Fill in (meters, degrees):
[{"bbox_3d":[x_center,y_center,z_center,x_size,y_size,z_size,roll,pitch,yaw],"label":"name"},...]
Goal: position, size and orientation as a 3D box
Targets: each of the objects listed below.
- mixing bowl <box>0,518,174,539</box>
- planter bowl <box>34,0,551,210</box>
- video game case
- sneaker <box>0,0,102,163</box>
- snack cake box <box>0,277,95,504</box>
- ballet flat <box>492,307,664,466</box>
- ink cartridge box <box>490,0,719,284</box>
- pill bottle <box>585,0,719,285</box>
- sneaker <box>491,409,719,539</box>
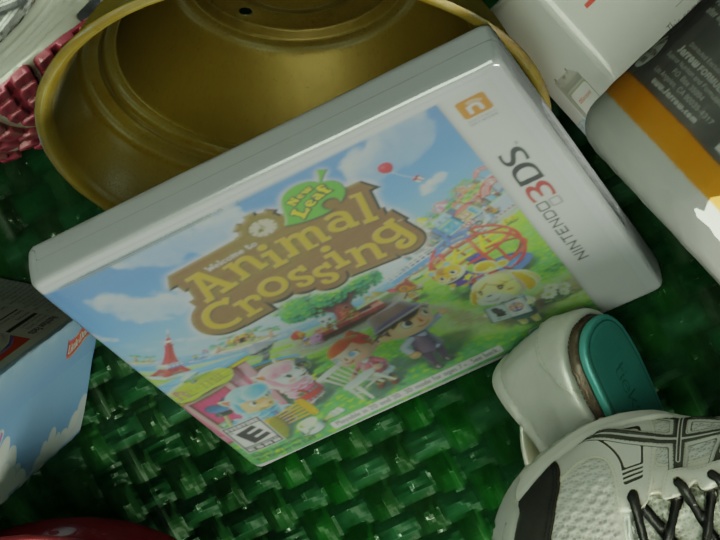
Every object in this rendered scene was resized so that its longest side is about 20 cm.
[{"bbox_3d":[-0.116,0.183,0.902,0.200,0.108,0.201,3,109,8],"label":"mixing bowl"},{"bbox_3d":[-0.027,-0.089,0.828,0.200,0.200,0.084,-8,61,12],"label":"planter bowl"},{"bbox_3d":[0.000,0.000,0.833,0.200,0.182,0.022,-25,53,15],"label":"video game case"},{"bbox_3d":[-0.122,-0.122,0.870,0.200,0.081,0.075,-46,73,10],"label":"sneaker"},{"bbox_3d":[-0.192,0.052,0.851,0.115,0.200,0.067,13,105,8],"label":"snack cake box"},{"bbox_3d":[0.117,0.109,0.882,0.069,0.069,0.200,-26,98,15],"label":"ballet flat"},{"bbox_3d":[0.133,-0.097,0.806,0.116,0.067,0.200,-42,92,-13],"label":"ink cartridge box"},{"bbox_3d":[0.182,-0.075,0.698,0.200,0.116,0.116,-43,92,6],"label":"pill bottle"},{"bbox_3d":[0.147,0.084,0.808,0.200,0.088,0.076,-17,93,-23],"label":"sneaker"}]
